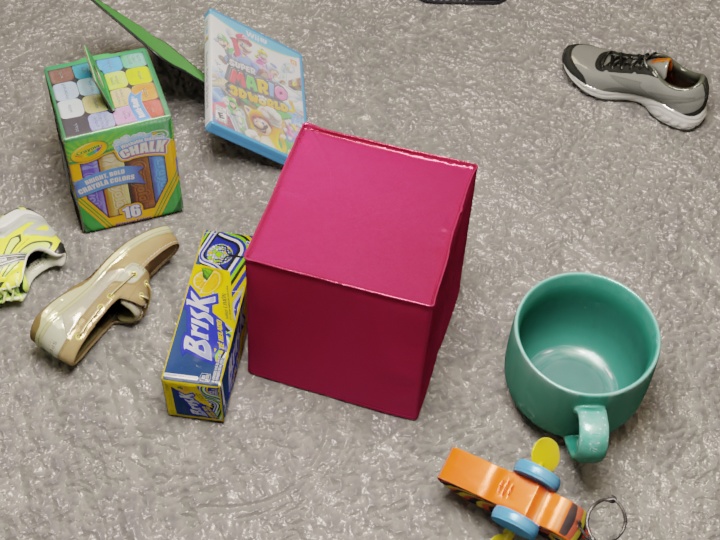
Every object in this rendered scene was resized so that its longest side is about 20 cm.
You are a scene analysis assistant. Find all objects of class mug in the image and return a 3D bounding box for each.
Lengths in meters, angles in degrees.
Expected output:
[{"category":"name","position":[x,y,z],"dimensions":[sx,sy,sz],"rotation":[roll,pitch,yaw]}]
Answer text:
[{"category":"mug","position":[0.216,0.106,1.289],"dimensions":[0.151,0.115,0.185],"rotation":[30,56,18]}]

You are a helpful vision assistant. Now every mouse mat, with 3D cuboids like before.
[{"category":"mouse mat","position":[-0.243,-0.271,1.529],"dimensions":[0.161,0.200,0.008],"rotation":[41,96,25]}]

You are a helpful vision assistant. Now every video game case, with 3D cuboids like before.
[{"category":"video game case","position":[-0.128,-0.222,1.539],"dimensions":[0.142,0.018,0.201],"rotation":[22,44,-31]}]

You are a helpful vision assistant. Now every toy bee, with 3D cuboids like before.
[{"category":"toy bee","position":[0.171,0.240,1.205],"dimensions":[0.131,0.109,0.200],"rotation":[-44,46,-2]}]

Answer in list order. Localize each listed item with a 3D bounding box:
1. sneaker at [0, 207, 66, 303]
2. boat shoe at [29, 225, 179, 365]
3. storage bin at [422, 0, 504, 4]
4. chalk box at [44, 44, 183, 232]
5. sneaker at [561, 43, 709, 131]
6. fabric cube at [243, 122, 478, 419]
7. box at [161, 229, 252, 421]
[{"category":"sneaker","position":[-0.405,0.009,1.353],"dimensions":[0.076,0.076,0.200],"rotation":[32,58,21]},{"category":"boat shoe","position":[-0.263,0.030,1.355],"dimensions":[0.066,0.074,0.200],"rotation":[41,61,11]},{"category":"storage bin","position":[0.140,-0.474,1.755],"dimensions":[0.134,0.094,0.201],"rotation":[0,52,-3]},{"category":"chalk box","position":[-0.280,-0.163,1.415],"dimensions":[0.123,0.201,0.125],"rotation":[-14,54,-14]},{"category":"sneaker","position":[0.355,-0.254,1.604],"dimensions":[0.199,0.080,0.074],"rotation":[23,56,16]},{"category":"fabric cube","position":[0.000,0.000,1.305],"dimensions":[0.194,0.200,0.201],"rotation":[14,52,9]},{"category":"box","position":[-0.156,0.056,1.333],"dimensions":[0.064,0.070,0.201],"rotation":[6,51,4]}]
